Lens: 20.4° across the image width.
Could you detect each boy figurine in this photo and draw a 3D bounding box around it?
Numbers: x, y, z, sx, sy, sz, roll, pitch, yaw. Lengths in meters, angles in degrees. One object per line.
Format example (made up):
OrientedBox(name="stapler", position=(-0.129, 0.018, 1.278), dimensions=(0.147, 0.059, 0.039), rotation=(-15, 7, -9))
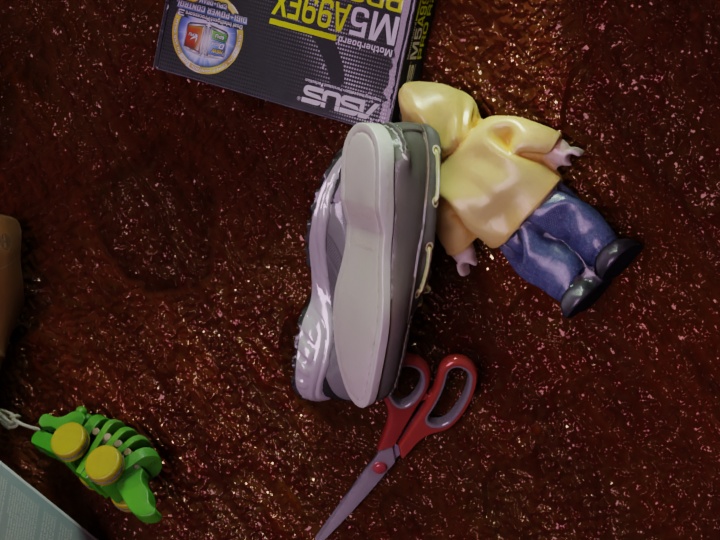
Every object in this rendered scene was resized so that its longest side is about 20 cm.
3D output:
OrientedBox(name="boy figurine", position=(0.097, -0.054, 1.401), dimensions=(0.200, 0.064, 0.125), rotation=(43, 111, 15))

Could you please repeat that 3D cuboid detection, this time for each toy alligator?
OrientedBox(name="toy alligator", position=(-0.215, 0.134, 1.570), dimensions=(0.199, 0.059, 0.054), rotation=(28, 71, 36))

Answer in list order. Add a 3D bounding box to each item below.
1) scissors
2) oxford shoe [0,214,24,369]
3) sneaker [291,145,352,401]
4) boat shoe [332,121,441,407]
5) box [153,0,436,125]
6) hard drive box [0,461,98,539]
OrientedBox(name="scissors", position=(0.026, 0.138, 1.476), dimensions=(0.073, 0.014, 0.201), rotation=(10, 122, -17))
OrientedBox(name="oxford shoe", position=(-0.297, 0.052, 1.586), dimensions=(0.071, 0.071, 0.201), rotation=(21, 110, 30))
OrientedBox(name="sneaker", position=(0.000, 0.000, 1.453), dimensions=(0.079, 0.074, 0.202), rotation=(8, 105, 14))
OrientedBox(name="boat shoe", position=(0.022, -0.003, 1.385), dimensions=(0.072, 0.060, 0.203), rotation=(28, 119, 55))
OrientedBox(name="box", position=(-0.043, -0.202, 1.457), dimensions=(0.199, 0.044, 0.161), rotation=(18, 102, 21))
OrientedBox(name="hard drive box", position=(-0.309, 0.222, 1.538), dimensions=(0.155, 0.200, 0.077), rotation=(-15, 49, 23))
